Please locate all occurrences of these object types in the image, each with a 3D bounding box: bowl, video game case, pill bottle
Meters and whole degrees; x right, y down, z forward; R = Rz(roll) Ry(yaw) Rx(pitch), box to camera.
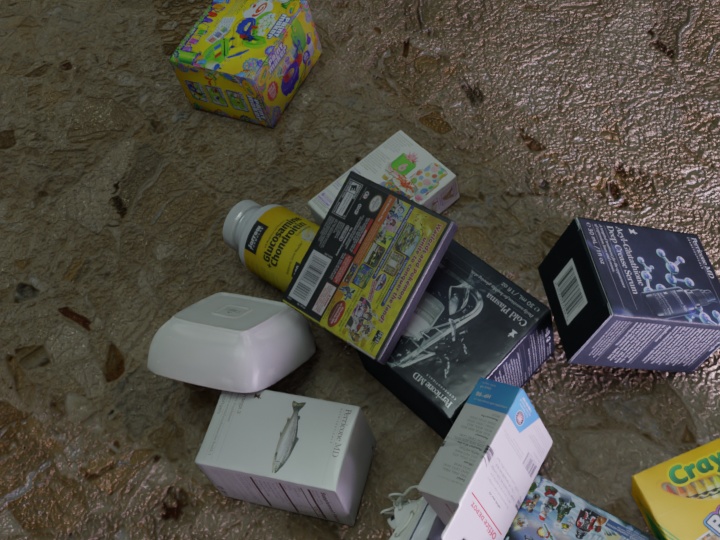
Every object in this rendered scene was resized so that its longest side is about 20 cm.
[{"bbox_3d":[-0.177,0.091,1.211,0.196,0.077,0.199,10,19,24],"label":"bowl"},{"bbox_3d":[0.009,-0.008,1.144,0.179,0.025,0.203,28,88,32],"label":"video game case"},{"bbox_3d":[-0.115,-0.032,1.322,0.198,0.113,0.113,28,67,29],"label":"pill bottle"}]

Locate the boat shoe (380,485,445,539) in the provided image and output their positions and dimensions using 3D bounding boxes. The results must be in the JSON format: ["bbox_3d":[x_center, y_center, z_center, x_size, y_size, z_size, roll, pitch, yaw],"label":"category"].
[{"bbox_3d":[0.060,0.312,1.073,0.085,0.075,0.204,23,75,32],"label":"boat shoe"}]

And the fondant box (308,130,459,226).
[{"bbox_3d":[0.037,-0.111,1.368,0.199,0.059,0.144,-39,55,-11],"label":"fondant box"}]

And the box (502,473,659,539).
[{"bbox_3d":[0.234,0.331,1.001,0.198,0.040,0.138,21,64,41],"label":"box"}]

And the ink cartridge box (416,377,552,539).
[{"bbox_3d":[0.139,0.244,1.021,0.066,0.117,0.201,10,55,44],"label":"ink cartridge box"}]

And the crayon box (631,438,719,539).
[{"bbox_3d":[0.438,0.282,0.989,0.196,0.059,0.175,-23,54,0],"label":"crayon box"}]

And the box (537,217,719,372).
[{"bbox_3d":[0.348,0.034,1.101,0.195,0.108,0.151,6,50,-21],"label":"box"}]

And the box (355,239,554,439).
[{"bbox_3d":[0.123,0.094,1.167,0.197,0.125,0.199,-44,57,-14],"label":"box"}]

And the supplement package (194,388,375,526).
[{"bbox_3d":[-0.093,0.237,1.131,0.195,0.118,0.119,6,56,19],"label":"supplement package"}]

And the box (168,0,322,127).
[{"bbox_3d":[-0.205,-0.393,1.585,0.189,0.123,0.202,17,62,25],"label":"box"}]
